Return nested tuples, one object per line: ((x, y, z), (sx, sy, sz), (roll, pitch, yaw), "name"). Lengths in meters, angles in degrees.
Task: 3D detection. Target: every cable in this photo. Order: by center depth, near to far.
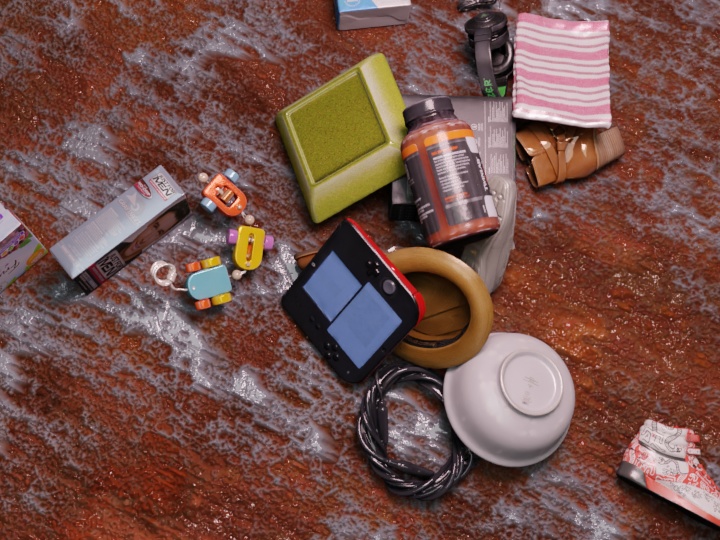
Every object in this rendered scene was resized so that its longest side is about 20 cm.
((0.075, 0.226, 1.609), (0.163, 0.051, 0.200), (-35, 82, -5), "cable")

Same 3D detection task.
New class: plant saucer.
((-0.027, -0.203, 1.649), (0.199, 0.048, 0.200), (-28, 67, 17), "plant saucer")

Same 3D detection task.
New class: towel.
((0.301, -0.301, 1.669), (0.146, 0.030, 0.201), (5, 59, 2), "towel")

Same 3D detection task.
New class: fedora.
((0.103, 0.042, 1.588), (0.200, 0.201, 0.082), (37, 36, 7), "fedora")

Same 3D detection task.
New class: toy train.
((-0.217, -0.040, 1.641), (0.150, 0.056, 0.200), (37, 75, -14), "toy train")

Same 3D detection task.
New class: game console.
((-0.013, 0.049, 1.586), (0.177, 0.200, 0.031), (47, 38, 8), "game console")

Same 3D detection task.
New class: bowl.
((0.224, 0.169, 1.577), (0.200, 0.090, 0.202), (6, 66, -14), "bowl")

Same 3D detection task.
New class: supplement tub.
((0.118, -0.135, 1.545), (0.106, 0.107, 0.201), (-15, 84, -6), "supplement tub")

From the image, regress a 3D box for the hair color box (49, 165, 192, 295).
((-0.345, -0.058, 1.631), (0.200, 0.099, 0.061), (-39, 80, -10), "hair color box")

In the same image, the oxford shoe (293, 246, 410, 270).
((0.000, 0.000, 1.647), (0.199, 0.071, 0.072), (4, 81, -2), "oxford shoe")

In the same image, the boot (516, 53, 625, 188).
((0.299, -0.233, 1.710), (0.154, 0.074, 0.201), (-21, 79, -8), "boot")

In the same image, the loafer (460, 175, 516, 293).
((0.190, -0.049, 1.619), (0.070, 0.201, 0.070), (-16, 43, -39), "loafer")

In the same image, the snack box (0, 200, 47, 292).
((-0.551, 0.004, 1.586), (0.200, 0.142, 0.053), (-42, 80, -10), "snack box")

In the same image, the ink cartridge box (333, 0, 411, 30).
((0.008, -0.489, 1.766), (0.115, 0.067, 0.201), (-7, 77, -3), "ink cartridge box")

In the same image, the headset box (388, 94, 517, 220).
((0.129, -0.166, 1.678), (0.199, 0.093, 0.175), (1, 77, -2), "headset box")

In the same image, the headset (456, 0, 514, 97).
((0.189, -0.347, 1.720), (0.094, 0.124, 0.201), (-4, 60, 19), "headset")

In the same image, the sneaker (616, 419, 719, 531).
((0.476, 0.291, 1.593), (0.201, 0.067, 0.108), (28, 79, 7), "sneaker")
